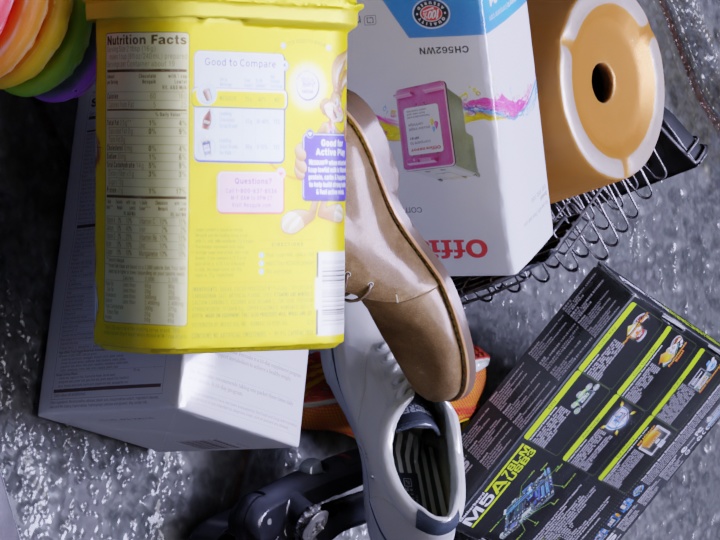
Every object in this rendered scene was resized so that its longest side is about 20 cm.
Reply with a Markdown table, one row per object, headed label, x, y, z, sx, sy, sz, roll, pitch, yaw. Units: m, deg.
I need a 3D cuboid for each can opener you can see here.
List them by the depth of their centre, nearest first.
| label | x | y | z | sx | sy | sz | roll | pitch | yaw |
| --- | --- | --- | --- | --- | --- | --- | --- | --- | --- |
| can opener | -0.015 | 0.137 | 1.741 | 0.200 | 0.079 | 0.064 | -20 | 123 | -44 |

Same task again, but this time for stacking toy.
| label | x | y | z | sx | sy | sz | roll | pitch | yaw |
| --- | --- | --- | --- | --- | --- | --- | --- | --- | --- |
| stacking toy | -0.176 | -0.133 | 1.531 | 0.200 | 0.116 | 0.110 | 22 | 69 | -47 |

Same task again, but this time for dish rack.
| label | x | y | z | sx | sy | sz | roll | pitch | yaw |
| --- | --- | --- | --- | --- | --- | --- | --- | --- | --- |
| dish rack | 0.131 | -0.032 | 1.912 | 0.055 | 0.153 | 0.200 | 53 | 47 | -14 |

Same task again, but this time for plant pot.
| label | x | y | z | sx | sy | sz | roll | pitch | yaw |
| --- | --- | --- | --- | --- | --- | --- | --- | --- | --- |
| plant pot | 0.088 | -0.116 | 1.829 | 0.200 | 0.183 | 0.201 | 6 | 82 | -52 |

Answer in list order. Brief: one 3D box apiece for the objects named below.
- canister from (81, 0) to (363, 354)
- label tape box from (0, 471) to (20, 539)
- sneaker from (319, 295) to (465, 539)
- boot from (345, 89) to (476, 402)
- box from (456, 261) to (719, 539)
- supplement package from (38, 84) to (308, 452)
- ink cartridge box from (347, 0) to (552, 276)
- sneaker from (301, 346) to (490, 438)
| label | x | y | z | sx | sy | sz | roll | pitch | yaw |
| --- | --- | --- | --- | --- | --- | --- | --- | --- | --- |
| canister | -0.074 | -0.058 | 1.508 | 0.148 | 0.086 | 0.201 | -1 | 92 | -36 |
| label tape box | -0.246 | 0.156 | 1.468 | 0.143 | 0.066 | 0.200 | -31 | 113 | -49 |
| sneaker | 0.029 | 0.079 | 1.711 | 0.073 | 0.071 | 0.200 | -2 | 63 | -28 |
| boot | 0.000 | 0.000 | 1.627 | 0.075 | 0.074 | 0.200 | -39 | 111 | -34 |
| box | 0.155 | 0.109 | 1.917 | 0.200 | 0.048 | 0.193 | -52 | 141 | 7 |
| supplement package | -0.099 | -0.004 | 1.632 | 0.109 | 0.114 | 0.200 | 22 | 70 | -49 |
| ink cartridge box | 0.029 | -0.099 | 1.714 | 0.085 | 0.144 | 0.200 | -48 | 133 | -61 |
| sneaker | 0.014 | 0.090 | 1.814 | 0.200 | 0.073 | 0.077 | -3 | 108 | -47 |
